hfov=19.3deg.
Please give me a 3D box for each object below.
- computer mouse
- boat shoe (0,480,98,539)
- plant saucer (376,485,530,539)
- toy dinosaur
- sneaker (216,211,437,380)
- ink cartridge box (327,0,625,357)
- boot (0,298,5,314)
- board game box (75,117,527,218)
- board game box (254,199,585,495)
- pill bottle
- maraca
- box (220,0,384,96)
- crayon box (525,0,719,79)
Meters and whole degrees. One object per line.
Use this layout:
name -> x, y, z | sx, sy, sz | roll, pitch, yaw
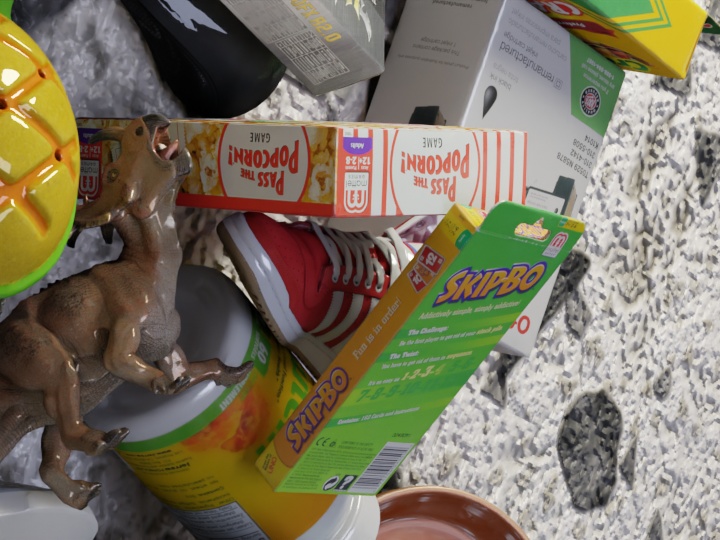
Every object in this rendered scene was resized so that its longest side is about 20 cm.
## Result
computer mouse -> -0.091, -0.157, 1.151 | 0.139, 0.052, 0.200 | -58, 136, -21
boat shoe -> -0.225, 0.124, 1.069 | 0.199, 0.069, 0.072 | -3, 137, -40
plant saucer -> 0.039, 0.241, 1.368 | 0.199, 0.032, 0.202 | 4, 81, -26
toy dinosaur -> -0.145, 0.029, 1.062 | 0.200, 0.136, 0.086 | -40, 167, -12
sneaker -> 0.000, 0.000, 1.163 | 0.112, 0.072, 0.200 | -30, 152, 5
ink cartridge box -> 0.070, -0.061, 1.331 | 0.146, 0.084, 0.202 | 25, 82, -47
boot -> -0.249, 0.035, 1.008 | 0.131, 0.070, 0.201 | 26, 45, -17
board game box -> -0.034, -0.057, 1.128 | 0.151, 0.199, 0.047 | -3, 96, -47
board game box -> 0.033, 0.040, 1.122 | 0.200, 0.030, 0.095 | -50, 149, 19
pill bottle -> -0.068, 0.098, 1.201 | 0.111, 0.111, 0.200 | -56, 135, -21
maraca -> -0.200, -0.082, 1.011 | 0.136, 0.107, 0.202 | -2, 74, -44
box -> -0.055, -0.214, 1.127 | 0.200, 0.048, 0.159 | 43, 39, -45
crayon box -> 0.131, -0.175, 1.337 | 0.199, 0.126, 0.051 | 27, 81, -47
